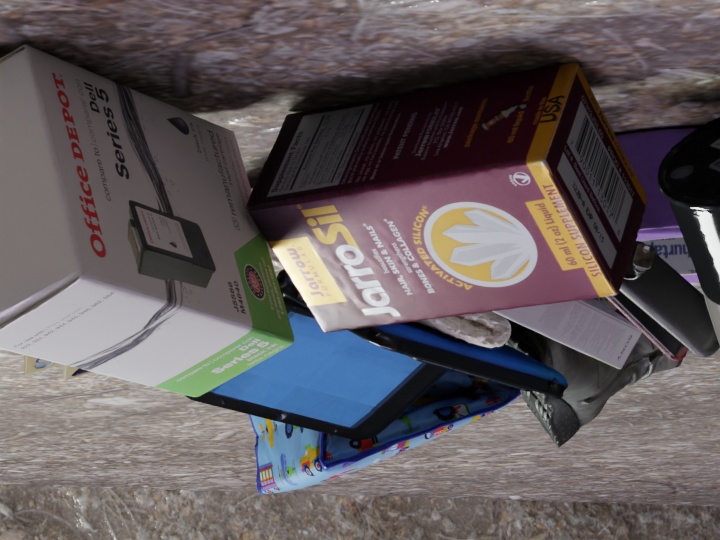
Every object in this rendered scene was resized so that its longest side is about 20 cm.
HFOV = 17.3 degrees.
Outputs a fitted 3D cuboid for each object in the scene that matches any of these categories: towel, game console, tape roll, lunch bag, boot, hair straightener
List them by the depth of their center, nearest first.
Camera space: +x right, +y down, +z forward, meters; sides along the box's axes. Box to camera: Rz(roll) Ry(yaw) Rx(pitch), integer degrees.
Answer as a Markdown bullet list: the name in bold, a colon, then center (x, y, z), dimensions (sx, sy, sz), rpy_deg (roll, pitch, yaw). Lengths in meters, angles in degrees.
- **hair straightener**: center (0.158, -0.021, 1.453), dimensions (0.200, 0.041, 0.077), rpy_deg (48, 160, -15)
- **tape roll**: center (0.214, -0.040, 1.573), dimensions (0.199, 0.066, 0.200), rpy_deg (-1, 169, 0)
- **towel**: center (0.000, 0.000, 1.593), dimensions (0.199, 0.035, 0.133), rpy_deg (23, -174, -12)
- **game console**: center (0.011, 0.081, 1.644), dimensions (0.200, 0.119, 0.170), rpy_deg (17, -172, -44)
- **boot**: center (0.175, 0.049, 1.766), dimensions (0.130, 0.068, 0.200), rpy_deg (-34, 154, -4)
- **lunch bag**: center (0.028, 0.111, 1.868), dimensions (0.199, 0.094, 0.150), rpy_deg (-6, 170, -23)

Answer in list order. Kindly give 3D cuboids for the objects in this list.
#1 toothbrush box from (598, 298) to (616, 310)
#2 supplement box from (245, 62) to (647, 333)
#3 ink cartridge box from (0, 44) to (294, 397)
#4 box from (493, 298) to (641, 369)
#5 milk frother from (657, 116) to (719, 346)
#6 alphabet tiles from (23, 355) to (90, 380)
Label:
- **toothbrush box**: center (0.086, 0.032, 1.881), dimensions (0.199, 0.086, 0.146), rpy_deg (4, 168, -22)
- **supplement box**: center (0.050, -0.039, 1.380), dimensions (0.199, 0.086, 0.111), rpy_deg (-8, 131, 31)
- **ink cartridge box**: center (-0.140, -0.023, 1.332), dimensions (0.084, 0.146, 0.200), rpy_deg (-28, 155, 25)
- **box**: center (0.086, -0.002, 1.592), dimensions (0.144, 0.036, 0.200), rpy_deg (35, -174, 36)
- **milk frother**: center (0.297, 0.009, 1.385), dimensions (0.180, 0.189, 0.200), rpy_deg (-25, -153, -3)
- **alphabet tiles**: center (-0.173, 0.024, 1.783), dimensions (0.166, 0.006, 0.200), rpy_deg (-17, 156, -17)
